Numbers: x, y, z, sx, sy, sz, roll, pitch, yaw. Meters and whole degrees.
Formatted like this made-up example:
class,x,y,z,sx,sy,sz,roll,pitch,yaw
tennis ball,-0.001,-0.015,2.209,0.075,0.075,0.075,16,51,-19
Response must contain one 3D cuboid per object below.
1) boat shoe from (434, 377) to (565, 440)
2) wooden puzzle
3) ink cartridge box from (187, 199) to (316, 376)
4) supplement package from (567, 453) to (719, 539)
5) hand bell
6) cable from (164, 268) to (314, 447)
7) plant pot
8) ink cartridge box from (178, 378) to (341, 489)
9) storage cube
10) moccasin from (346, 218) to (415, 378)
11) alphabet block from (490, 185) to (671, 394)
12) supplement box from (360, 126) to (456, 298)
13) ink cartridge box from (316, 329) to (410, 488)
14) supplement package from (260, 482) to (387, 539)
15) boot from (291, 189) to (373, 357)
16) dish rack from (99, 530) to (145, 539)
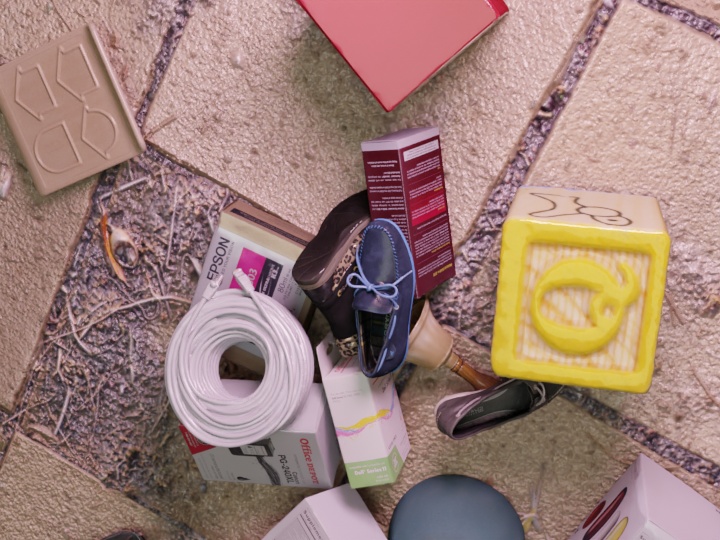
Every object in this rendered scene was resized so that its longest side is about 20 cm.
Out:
class,x,y,z,sx,sy,sz,roll,pitch,yaw
boat shoe,0.195,0.175,1.381,0.198,0.057,0.068,-20,114,-6
wooden puzzle,-0.405,-0.222,1.459,0.198,0.046,0.187,-19,99,22
ink cartridge box,-0.140,0.029,1.446,0.163,0.075,0.202,23,109,5
supplement package,0.364,0.388,1.359,0.146,0.191,0.201,35,109,1
hand bell,0.136,0.131,1.414,0.199,0.104,0.104,34,110,-10
cable,-0.159,0.127,1.366,0.200,0.069,0.200,44,94,14
plant pot,0.124,0.404,1.451,0.197,0.135,0.203,3,105,12
ink cartridge box,-0.134,0.227,1.461,0.197,0.084,0.146,1,138,13
storage cube,0.053,-0.321,1.257,0.199,0.171,0.180,-39,95,19
moccasin,0.028,0.040,1.299,0.080,0.068,0.203,4,108,34
alphabet block,0.266,0.015,1.280,0.193,0.200,0.199,5,106,12
supplement box,0.064,-0.075,1.347,0.060,0.108,0.203,0,105,34
ink cartridge box,0.006,0.177,1.427,0.066,0.117,0.202,-11,102,17
supplement package,-0.073,0.409,1.480,0.200,0.109,0.114,-46,67,29
boot,0.000,0.000,1.375,0.072,0.201,0.152,2,131,36
dish rack,-0.359,0.510,1.635,0.152,0.055,0.201,-30,96,18
